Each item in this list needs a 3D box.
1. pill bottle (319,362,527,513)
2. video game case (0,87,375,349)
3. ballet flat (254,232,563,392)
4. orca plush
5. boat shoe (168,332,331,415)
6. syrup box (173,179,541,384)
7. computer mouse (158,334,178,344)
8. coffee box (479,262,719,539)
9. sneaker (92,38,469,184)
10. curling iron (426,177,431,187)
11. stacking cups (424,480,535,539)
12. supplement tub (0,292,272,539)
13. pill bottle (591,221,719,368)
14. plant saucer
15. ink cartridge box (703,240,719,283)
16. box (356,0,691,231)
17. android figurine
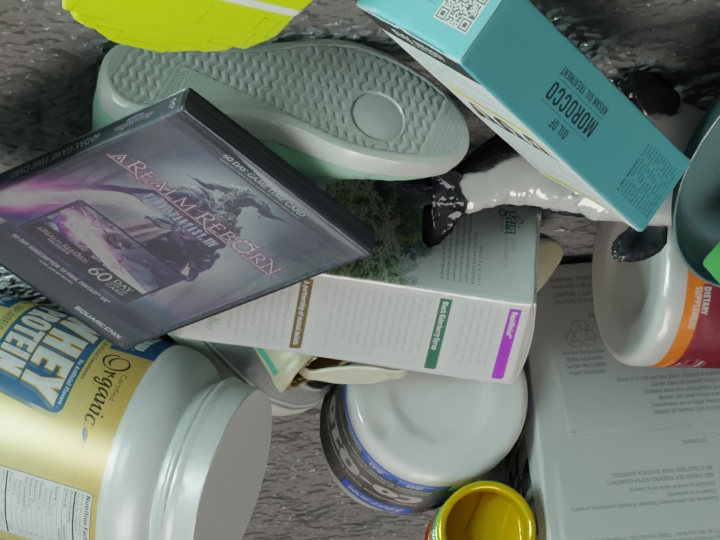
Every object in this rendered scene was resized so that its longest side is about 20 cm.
[{"bbox_3d":[0.034,0.095,1.899,0.114,0.114,0.200,-3,168,-9],"label":"pill bottle"},{"bbox_3d":[-0.111,-0.024,1.588,0.200,0.019,0.143,-20,134,41],"label":"video game case"},{"bbox_3d":[0.033,0.031,1.767,0.200,0.070,0.069,-13,157,-12],"label":"ballet flat"},{"bbox_3d":[0.123,-0.055,1.677,0.200,0.105,0.071,-22,-163,-13],"label":"orca plush"},{"bbox_3d":[-0.057,0.034,1.822,0.071,0.070,0.201,-12,152,24],"label":"boat shoe"},{"bbox_3d":[0.000,0.000,1.690,0.200,0.079,0.082,9,140,-4],"label":"syrup box"},{"bbox_3d":[-0.133,0.074,1.928,0.140,0.046,0.200,-27,144,28],"label":"computer mouse"},{"bbox_3d":[0.189,0.121,1.922,0.199,0.200,0.198,-3,156,-9],"label":"coffee box"},{"bbox_3d":[-0.048,-0.065,1.601,0.200,0.074,0.118,8,147,-8],"label":"sneaker"},{"bbox_3d":[0.048,-0.021,1.784,0.049,0.026,0.200,-8,155,-2],"label":"curling iron"},{"bbox_3d":[0.073,0.172,1.878,0.060,0.061,0.200,-6,171,-3],"label":"stacking cups"},{"bbox_3d":[-0.167,0.102,1.777,0.200,0.145,0.145,15,159,14],"label":"supplement tub"},{"bbox_3d":[0.251,0.004,1.787,0.200,0.114,0.114,2,154,-19],"label":"pill bottle"},{"bbox_3d":[0.253,-0.072,1.647,0.200,0.027,0.200,-20,140,-18],"label":"plant saucer"},{"bbox_3d":[0.310,-0.038,1.635,0.146,0.083,0.200,18,117,-46],"label":"ink cartridge box"},{"bbox_3d":[0.087,-0.096,1.532,0.049,0.082,0.200,-55,139,-2],"label":"box"},{"bbox_3d":[-0.068,-0.163,1.427,0.182,0.041,0.200,9,151,-31],"label":"android figurine"}]
